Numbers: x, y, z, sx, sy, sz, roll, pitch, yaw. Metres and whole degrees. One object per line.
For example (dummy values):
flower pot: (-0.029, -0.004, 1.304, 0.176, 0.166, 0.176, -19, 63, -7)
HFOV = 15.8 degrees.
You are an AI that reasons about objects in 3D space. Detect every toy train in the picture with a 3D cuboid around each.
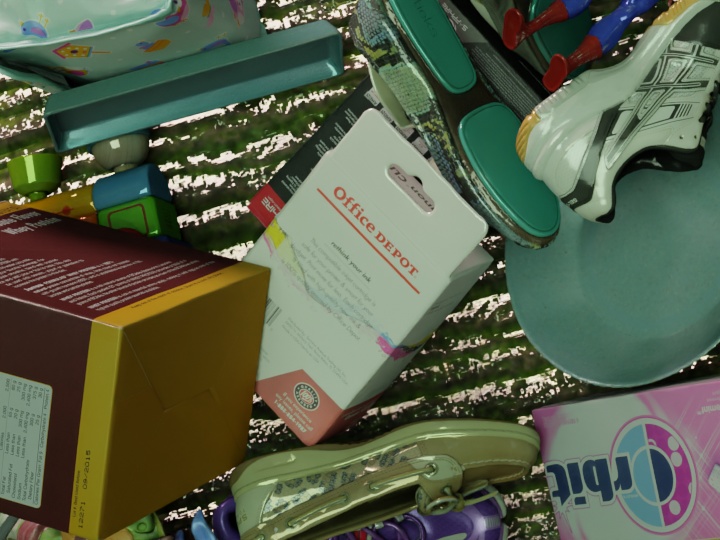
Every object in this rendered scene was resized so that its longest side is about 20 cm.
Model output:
toy train: (-0.219, -0.027, 1.765, 0.200, 0.085, 0.116, -16, 78, 16)

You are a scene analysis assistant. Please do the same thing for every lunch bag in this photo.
lunch bag: (-0.186, -0.175, 1.698, 0.200, 0.170, 0.122, -14, 81, 17)

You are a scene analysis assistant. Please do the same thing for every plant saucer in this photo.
plant saucer: (0.183, -0.021, 1.641, 0.201, 0.039, 0.201, -13, 68, 35)
plant saucer: (-0.109, -0.122, 1.700, 0.200, 0.070, 0.019, -15, 72, -4)

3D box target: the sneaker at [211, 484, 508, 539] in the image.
sneaker: (-0.003, 0.174, 1.705, 0.200, 0.083, 0.081, -2, 92, 16)

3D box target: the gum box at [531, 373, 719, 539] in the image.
gum box: (0.199, 0.127, 1.609, 0.200, 0.066, 0.114, -13, 88, 50)

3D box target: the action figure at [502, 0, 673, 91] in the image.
action figure: (0.179, -0.186, 1.609, 0.200, 0.052, 0.065, -35, 69, -27)

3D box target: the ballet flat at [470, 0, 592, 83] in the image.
ballet flat: (0.091, -0.187, 1.620, 0.064, 0.200, 0.067, 15, 70, 29)

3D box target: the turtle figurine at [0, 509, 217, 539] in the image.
turtle figurine: (-0.213, 0.175, 1.699, 0.200, 0.194, 0.144, -33, 124, -16)

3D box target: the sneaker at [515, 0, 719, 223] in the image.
sneaker: (0.194, -0.106, 1.593, 0.200, 0.076, 0.088, -38, 77, -3)

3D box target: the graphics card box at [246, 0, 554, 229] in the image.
graphics card box: (0.036, -0.068, 1.690, 0.125, 0.051, 0.200, 48, 111, 13)

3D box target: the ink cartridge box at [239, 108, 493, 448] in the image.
ink cartridge box: (0.000, 0.000, 1.642, 0.116, 0.067, 0.200, 46, 118, 12)

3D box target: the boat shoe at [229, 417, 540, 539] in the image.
boat shoe: (0.019, 0.140, 1.647, 0.200, 0.073, 0.063, -12, 65, 6)

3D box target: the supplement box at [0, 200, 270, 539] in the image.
supplement box: (-0.193, 0.055, 1.598, 0.200, 0.197, 0.133, 14, 106, 21)

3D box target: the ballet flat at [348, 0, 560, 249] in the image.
ballet flat: (0.056, -0.093, 1.626, 0.074, 0.074, 0.200, -30, 81, 15)
